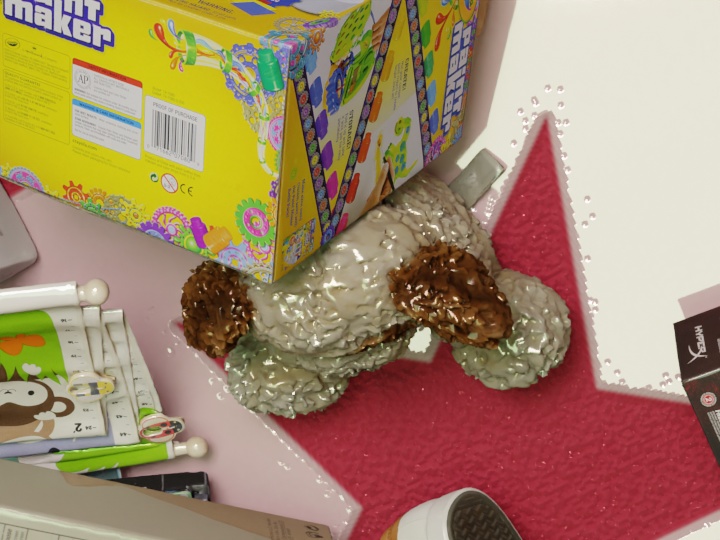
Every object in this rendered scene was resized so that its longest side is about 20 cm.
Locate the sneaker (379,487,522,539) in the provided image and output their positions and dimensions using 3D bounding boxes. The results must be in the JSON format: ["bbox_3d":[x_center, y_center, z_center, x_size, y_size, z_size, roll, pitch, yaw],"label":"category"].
[{"bbox_3d":[0.083,0.214,1.001,0.084,0.073,0.201,-26,99,45],"label":"sneaker"}]

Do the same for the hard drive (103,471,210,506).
[{"bbox_3d":[-0.181,0.194,1.024,0.199,0.038,0.141,-6,104,-4],"label":"hard drive"}]

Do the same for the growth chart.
[{"bbox_3d":[-0.176,0.064,0.955,0.144,0.200,0.018,-13,55,4],"label":"growth chart"}]

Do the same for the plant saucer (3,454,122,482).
[{"bbox_3d":[-0.236,0.136,1.058,0.199,0.027,0.201,1,99,5],"label":"plant saucer"}]

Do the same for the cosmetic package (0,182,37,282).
[{"bbox_3d":[-0.327,-0.020,0.994,0.199,0.165,0.166,-29,92,15],"label":"cosmetic package"}]

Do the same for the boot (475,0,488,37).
[{"bbox_3d":[0.077,-0.222,0.934,0.174,0.066,0.201,18,101,22],"label":"boot"}]

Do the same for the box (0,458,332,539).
[{"bbox_3d":[-0.119,0.174,0.967,0.199,0.078,0.095,14,101,-9],"label":"box"}]

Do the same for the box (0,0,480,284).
[{"bbox_3d":[-0.071,-0.114,0.878,0.199,0.193,0.123,21,123,23],"label":"box"}]

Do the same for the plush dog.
[{"bbox_3d":[0.000,0.000,0.922,0.199,0.172,0.161,-8,96,14],"label":"plush dog"}]

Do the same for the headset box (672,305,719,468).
[{"bbox_3d":[0.281,0.068,0.905,0.199,0.077,0.149,-21,109,15],"label":"headset box"}]
